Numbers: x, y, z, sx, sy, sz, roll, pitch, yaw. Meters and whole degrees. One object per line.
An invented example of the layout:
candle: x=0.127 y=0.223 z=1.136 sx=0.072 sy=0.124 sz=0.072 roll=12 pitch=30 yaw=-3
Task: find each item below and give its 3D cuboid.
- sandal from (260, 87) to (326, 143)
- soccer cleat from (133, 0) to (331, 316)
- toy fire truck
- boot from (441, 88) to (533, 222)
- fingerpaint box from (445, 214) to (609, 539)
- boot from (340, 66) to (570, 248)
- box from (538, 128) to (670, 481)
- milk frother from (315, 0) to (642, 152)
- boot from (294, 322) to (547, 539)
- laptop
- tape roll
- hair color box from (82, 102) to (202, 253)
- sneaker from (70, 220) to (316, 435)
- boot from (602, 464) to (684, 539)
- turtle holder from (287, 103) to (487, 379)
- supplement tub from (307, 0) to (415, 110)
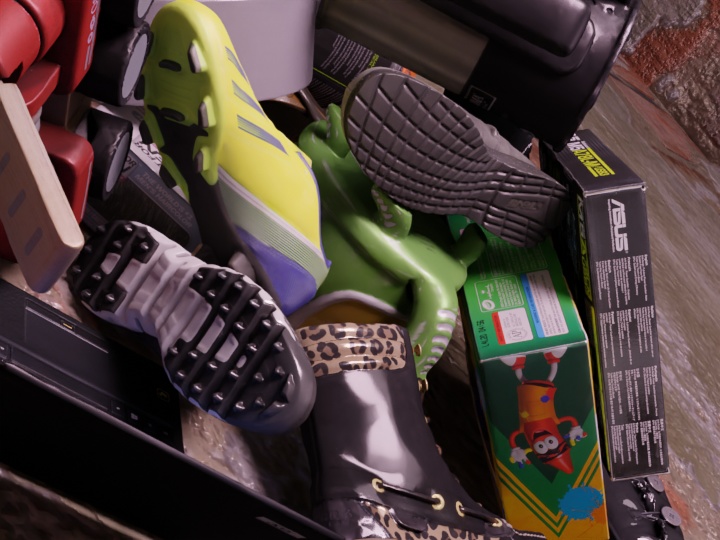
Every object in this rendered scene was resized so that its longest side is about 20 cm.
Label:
sandal: x=-0.080 y=-0.124 z=1.116 sx=0.200 sy=0.082 sz=0.055 roll=51 pitch=42 yaw=-5
soccer cleat: x=-0.067 y=-0.064 z=0.801 sx=0.084 sy=0.065 sz=0.200 roll=-39 pitch=127 yaw=-35
toy fire truck: x=-0.161 y=-0.061 z=0.670 sx=0.129 sy=0.176 sz=0.200 roll=20 pitch=41 yaw=0
boot: x=0.058 y=-0.090 z=1.109 sx=0.073 sy=0.198 sz=0.162 roll=-21 pitch=32 yaw=-27
fingerpaint box: x=0.112 y=0.067 z=0.992 sx=0.200 sy=0.073 sz=0.167 roll=-97 pitch=176 yaw=-58
boot: x=0.037 y=-0.088 z=0.915 sx=0.200 sy=0.068 sz=0.131 roll=28 pitch=15 yaw=-42
box: x=0.166 y=0.016 z=0.994 sx=0.193 sy=0.047 sz=0.200 roll=-105 pitch=-173 yaw=-75
milk frother: x=0.100 y=-0.214 z=0.931 sx=0.188 sy=0.200 sz=0.181 roll=27 pitch=-16 yaw=-1
boot: x=0.034 y=0.114 z=0.823 sx=0.200 sy=0.073 sz=0.151 roll=12 pitch=55 yaw=-46
laptop: x=-0.119 y=0.047 z=0.651 sx=0.177 sy=0.103 sz=0.200 roll=34 pitch=23 yaw=-31
tape roll: x=-0.129 y=-0.160 z=0.916 sx=0.200 sy=0.066 sz=0.200 roll=4 pitch=19 yaw=-1
hair color box: x=-0.123 y=-0.073 z=0.929 sx=0.099 sy=0.061 sz=0.200 roll=43 pitch=20 yaw=-7
sneaker: x=-0.071 y=0.035 z=0.752 sx=0.090 sy=0.066 sz=0.200 roll=36 pitch=-4 yaw=-43
boot: x=0.236 y=0.208 z=1.108 sx=0.165 sy=0.066 sz=0.200 roll=34 pitch=19 yaw=-33
turtle holder: x=0.002 y=-0.004 z=0.939 sx=0.186 sy=0.132 sz=0.141 roll=50 pitch=20 yaw=8
supplement tub: x=-0.045 y=-0.214 z=1.257 sx=0.200 sy=0.123 sz=0.123 roll=24 pitch=30 yaw=-47
